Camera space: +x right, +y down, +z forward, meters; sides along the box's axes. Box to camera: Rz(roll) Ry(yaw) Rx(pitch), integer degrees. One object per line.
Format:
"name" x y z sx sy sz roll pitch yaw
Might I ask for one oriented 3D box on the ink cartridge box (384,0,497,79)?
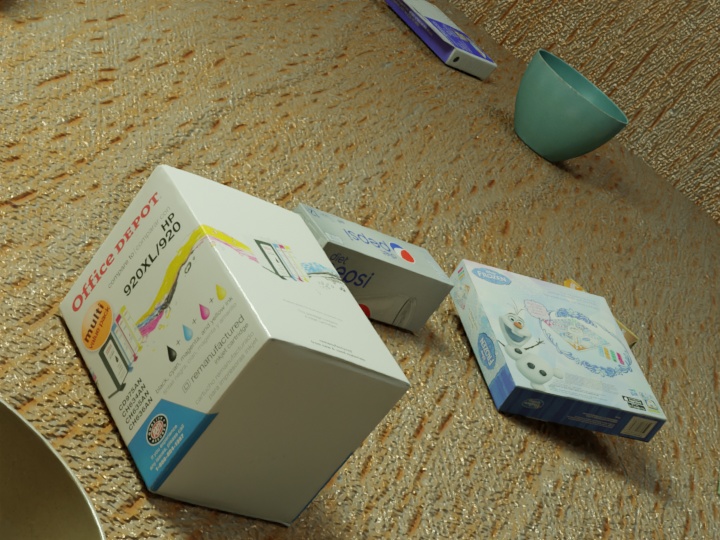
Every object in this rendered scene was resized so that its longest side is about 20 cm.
"ink cartridge box" 0.132 -0.438 3.003 0.198 0.043 0.200 49 18 29

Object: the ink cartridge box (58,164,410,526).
"ink cartridge box" -0.096 0.052 1.187 0.145 0.147 0.200 21 25 -44

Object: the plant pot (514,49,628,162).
"plant pot" 0.344 -0.267 2.856 0.200 0.135 0.200 35 18 -13

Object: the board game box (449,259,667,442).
"board game box" 0.209 0.086 1.781 0.200 0.043 0.199 15 35 -28

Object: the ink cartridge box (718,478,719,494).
"ink cartridge box" 0.524 0.296 1.989 0.200 0.048 0.146 42 18 2

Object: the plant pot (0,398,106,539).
"plant pot" -0.232 0.136 0.732 0.200 0.134 0.200 36 18 -13

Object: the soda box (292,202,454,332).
"soda box" 0.000 0.000 1.633 0.200 0.068 0.063 20 25 -47

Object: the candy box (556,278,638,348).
"candy box" 0.253 0.074 1.973 0.115 0.055 0.200 43 18 13
